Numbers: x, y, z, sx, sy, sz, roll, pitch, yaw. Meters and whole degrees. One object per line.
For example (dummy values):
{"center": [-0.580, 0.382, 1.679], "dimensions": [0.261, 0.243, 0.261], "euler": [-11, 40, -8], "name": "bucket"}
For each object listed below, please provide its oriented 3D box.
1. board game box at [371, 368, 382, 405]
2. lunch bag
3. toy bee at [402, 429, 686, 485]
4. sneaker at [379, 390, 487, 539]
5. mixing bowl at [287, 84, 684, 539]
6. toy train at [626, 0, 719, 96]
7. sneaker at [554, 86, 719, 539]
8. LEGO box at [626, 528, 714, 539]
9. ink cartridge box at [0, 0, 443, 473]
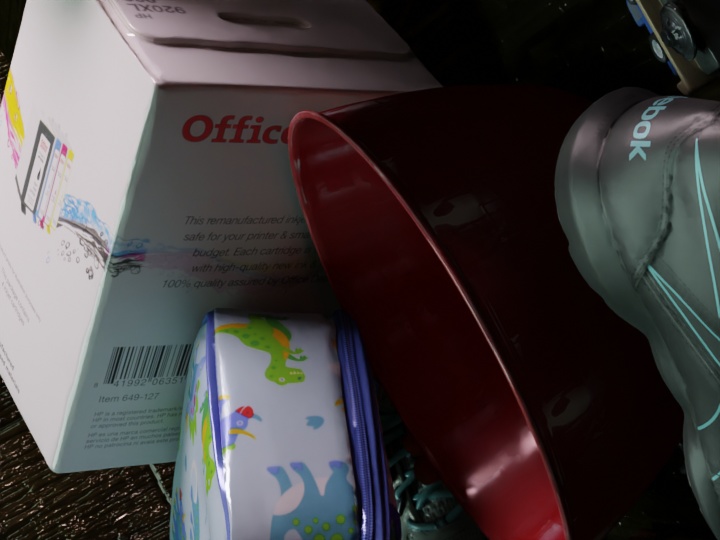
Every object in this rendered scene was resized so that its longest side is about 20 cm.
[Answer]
{"center": [0.000, 0.000, 0.855], "dimensions": [0.103, 0.019, 0.201], "euler": [-115, 34, -64], "name": "board game box"}
{"center": [-0.036, 0.130, 0.731], "dimensions": [0.161, 0.082, 0.201], "euler": [-99, 14, -50], "name": "lunch bag"}
{"center": [0.056, 0.043, 0.793], "dimensions": [0.132, 0.108, 0.200], "euler": [66, 167, -12], "name": "toy bee"}
{"center": [0.028, 0.093, 0.878], "dimensions": [0.201, 0.077, 0.087], "euler": [-103, -14, -52], "name": "sneaker"}
{"center": [0.067, 0.006, 0.660], "dimensions": [0.201, 0.108, 0.200], "euler": [58, 168, 19], "name": "mixing bowl"}
{"center": [0.064, -0.139, 0.527], "dimensions": [0.201, 0.034, 0.046], "euler": [61, 171, 5], "name": "toy train"}
{"center": [0.133, 0.032, 0.527], "dimensions": [0.079, 0.075, 0.200], "euler": [-6, 126, 55], "name": "sneaker"}
{"center": [0.092, 0.206, 0.779], "dimensions": [0.077, 0.199, 0.149], "euler": [58, 168, -1], "name": "LEGO box"}
{"center": [-0.077, -0.035, 0.792], "dimensions": [0.145, 0.146, 0.201], "euler": [52, 132, 42], "name": "ink cartridge box"}
